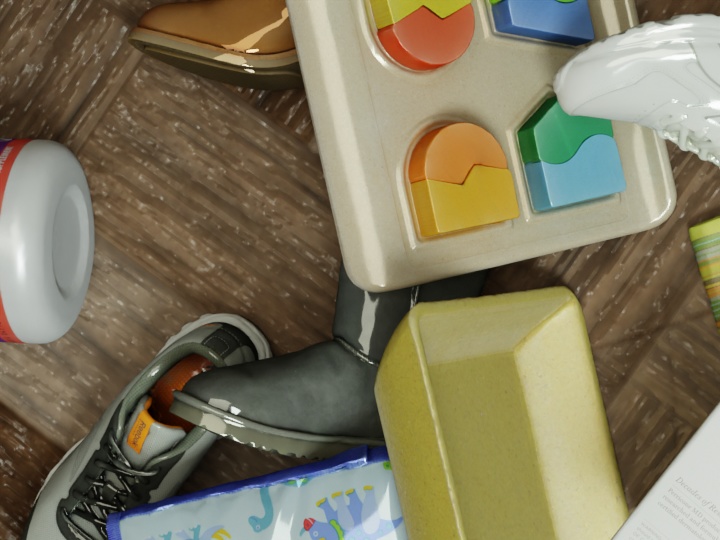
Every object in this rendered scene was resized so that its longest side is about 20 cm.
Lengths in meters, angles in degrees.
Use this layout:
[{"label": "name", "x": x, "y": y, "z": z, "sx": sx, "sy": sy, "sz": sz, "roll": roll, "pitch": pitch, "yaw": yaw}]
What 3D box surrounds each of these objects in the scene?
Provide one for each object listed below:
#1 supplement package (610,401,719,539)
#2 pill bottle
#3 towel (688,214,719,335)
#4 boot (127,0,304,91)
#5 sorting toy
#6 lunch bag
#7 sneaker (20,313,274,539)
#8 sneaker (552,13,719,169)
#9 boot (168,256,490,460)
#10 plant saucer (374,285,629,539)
[{"label": "supplement package", "x": 0.237, "y": 0.092, "z": 1.062, "sx": 0.120, "sy": 0.121, "sz": 0.200, "roll": 39, "pitch": 100, "yaw": 12}, {"label": "pill bottle", "x": -0.256, "y": -0.019, "z": 1.178, "sx": 0.199, "sy": 0.112, "sz": 0.113, "roll": 2, "pitch": 88, "yaw": 10}, {"label": "towel", "x": 0.244, "y": 0.059, "z": 1.132, "sx": 0.086, "sy": 0.018, "sz": 0.201, "roll": -17, "pitch": 86, "yaw": 15}, {"label": "boot", "x": -0.026, "y": -0.180, "z": 1.161, "sx": 0.199, "sy": 0.077, "sz": 0.156, "roll": 2, "pitch": 85, "yaw": 16}, {"label": "sorting toy", "x": 0.068, "y": -0.097, "z": 1.103, "sx": 0.199, "sy": 0.036, "sz": 0.186, "roll": -13, "pitch": 91, "yaw": -27}, {"label": "lunch bag", "x": -0.026, "y": 0.196, "z": 1.107, "sx": 0.169, "sy": 0.128, "sz": 0.201, "roll": -15, "pitch": 108, "yaw": 9}, {"label": "sneaker", "x": -0.128, "y": 0.106, "z": 1.167, "sx": 0.074, "sy": 0.079, "sz": 0.200, "roll": 37, "pitch": 96, "yaw": 8}, {"label": "sneaker", "x": 0.199, "y": -0.078, "z": 1.091, "sx": 0.199, "sy": 0.078, "sz": 0.100, "roll": 0, "pitch": 83, "yaw": -4}, {"label": "boot", "x": -0.002, "y": -0.001, "z": 1.120, "sx": 0.181, "sy": 0.072, "sz": 0.201, "roll": 10, "pitch": 96, "yaw": -33}, {"label": "plant saucer", "x": 0.074, "y": 0.114, "z": 1.080, "sx": 0.048, "sy": 0.200, "sz": 0.201, "roll": -15, "pitch": 85, "yaw": 29}]
